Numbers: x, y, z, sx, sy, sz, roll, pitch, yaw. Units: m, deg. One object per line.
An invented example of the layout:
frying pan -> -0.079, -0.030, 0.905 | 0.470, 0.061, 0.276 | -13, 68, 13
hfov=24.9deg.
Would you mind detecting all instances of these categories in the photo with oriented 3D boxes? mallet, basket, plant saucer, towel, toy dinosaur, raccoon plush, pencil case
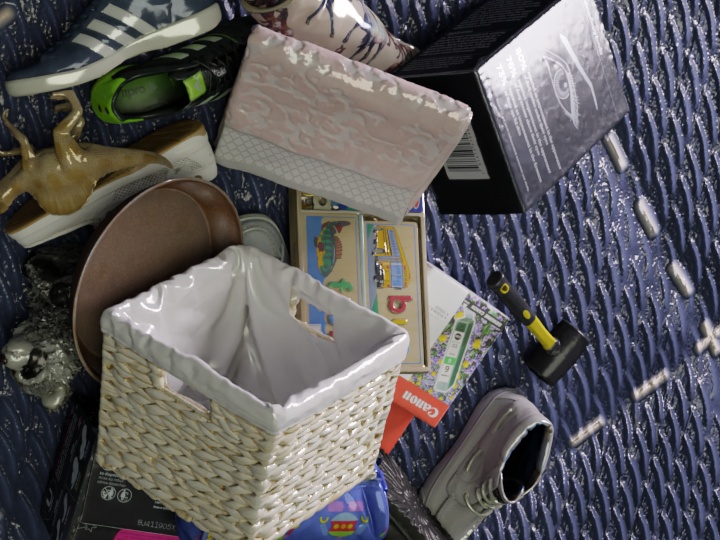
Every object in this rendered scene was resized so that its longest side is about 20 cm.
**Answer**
mallet -> 0.177, 0.045, 1.629 | 0.066, 0.041, 0.200 | -44, 142, -9
basket -> -0.096, 0.106, 1.410 | 0.200, 0.198, 0.161 | -29, 139, -48
plant saucer -> -0.185, 0.008, 1.437 | 0.200, 0.034, 0.201 | -32, 135, -39
towel -> -0.023, -0.122, 1.444 | 0.200, 0.191, 0.032 | 19, 58, -7
toy dinosaur -> -0.250, -0.100, 1.409 | 0.200, 0.058, 0.101 | -13, 84, 13
raccoon plush -> -0.231, 0.053, 1.492 | 0.200, 0.097, 0.134 | -2, 115, -20
pencil case -> -0.066, 0.213, 1.482 | 0.200, 0.078, 0.087 | -1, 136, -23
pencil case -> -0.017, -0.214, 1.466 | 0.089, 0.078, 0.200 | -42, 133, 10

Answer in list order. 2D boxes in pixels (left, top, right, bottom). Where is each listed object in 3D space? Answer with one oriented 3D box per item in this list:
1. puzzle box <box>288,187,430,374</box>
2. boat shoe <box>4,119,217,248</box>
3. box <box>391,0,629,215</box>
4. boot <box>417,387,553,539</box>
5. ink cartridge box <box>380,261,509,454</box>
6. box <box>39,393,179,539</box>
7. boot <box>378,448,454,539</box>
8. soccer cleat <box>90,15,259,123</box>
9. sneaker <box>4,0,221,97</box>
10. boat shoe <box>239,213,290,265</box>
puzzle box -> 0.000, 0.000, 1.548 | 0.133, 0.025, 0.200 | 1, 81, -22
boat shoe -> -0.218, -0.062, 1.466 | 0.200, 0.071, 0.069 | -27, 117, -10
box -> 0.142, -0.163, 1.509 | 0.200, 0.104, 0.148 | -41, 120, -39
boot -> 0.125, 0.220, 1.672 | 0.073, 0.096, 0.200 | 23, 97, -25
ink cartridge box -> 0.047, 0.098, 1.628 | 0.109, 0.050, 0.200 | 33, 92, -27
box -> -0.184, 0.206, 1.541 | 0.200, 0.115, 0.132 | 12, 101, -26
boot -> -0.006, 0.280, 1.646 | 0.158, 0.079, 0.211 | -34, 102, 14
soccer cleat -> -0.141, -0.173, 1.453 | 0.200, 0.081, 0.068 | -23, 113, -15
sneaker -> -0.225, -0.217, 1.420 | 0.200, 0.075, 0.085 | -26, 104, -15
boat shoe -> -0.093, 0.047, 1.551 | 0.074, 0.065, 0.202 | -6, 107, -20
